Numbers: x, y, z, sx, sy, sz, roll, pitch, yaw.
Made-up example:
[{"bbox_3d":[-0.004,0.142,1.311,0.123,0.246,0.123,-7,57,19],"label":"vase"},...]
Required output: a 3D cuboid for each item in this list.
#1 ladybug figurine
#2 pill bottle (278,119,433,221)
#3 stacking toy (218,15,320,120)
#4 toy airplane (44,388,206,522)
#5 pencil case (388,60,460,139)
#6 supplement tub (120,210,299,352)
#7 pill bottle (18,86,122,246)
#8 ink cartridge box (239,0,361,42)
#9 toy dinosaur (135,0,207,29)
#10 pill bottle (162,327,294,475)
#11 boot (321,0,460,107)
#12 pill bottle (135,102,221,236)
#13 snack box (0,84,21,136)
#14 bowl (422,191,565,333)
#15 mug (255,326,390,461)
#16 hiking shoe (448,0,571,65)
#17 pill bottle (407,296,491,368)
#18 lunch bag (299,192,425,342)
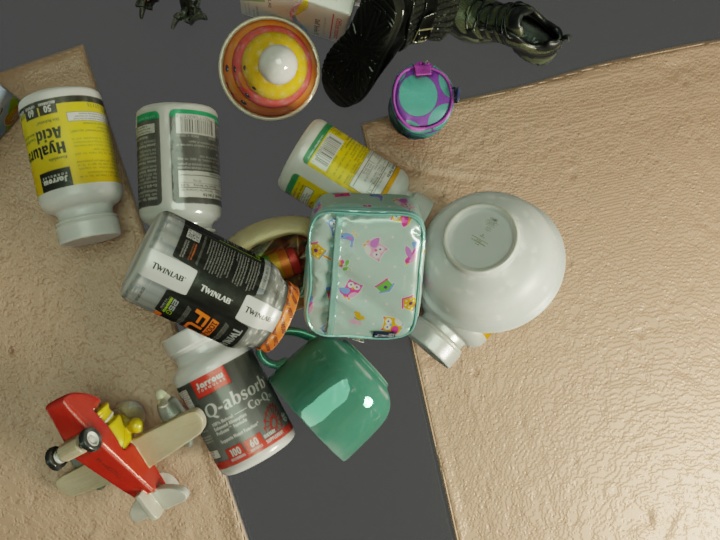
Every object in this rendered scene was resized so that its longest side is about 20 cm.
[{"bbox_3d":[-0.120,-0.008,1.081,0.199,0.072,0.136,-15,105,-8],"label":"ladybug figurine"},{"bbox_3d":[-0.004,-0.113,1.076,0.200,0.113,0.113,31,85,-3],"label":"pill bottle"},{"bbox_3d":[-0.117,-0.275,1.029,0.146,0.200,0.147,-2,100,-9],"label":"stacking toy"},{"bbox_3d":[-0.310,0.239,1.033,0.199,0.141,0.200,7,126,-7],"label":"toy airplane"},{"bbox_3d":[0.081,-0.228,1.053,0.085,0.200,0.093,11,97,-1],"label":"pencil case"},{"bbox_3d":[-0.186,0.020,0.970,0.200,0.123,0.123,27,85,-18],"label":"supplement tub"},{"bbox_3d":[-0.388,-0.138,1.050,0.111,0.111,0.201,-14,89,-6],"label":"pill bottle"},{"bbox_3d":[-0.066,-0.384,1.087,0.199,0.117,0.068,15,85,-4],"label":"ink cartridge box"},{"bbox_3d":[-0.264,-0.417,1.057,0.102,0.136,0.200,33,42,12],"label":"toy dinosaur"},{"bbox_3d":[-0.183,0.165,1.052,0.116,0.116,0.200,-28,90,-6],"label":"pill bottle"},{"bbox_3d":[0.046,-0.328,1.101,0.158,0.211,0.079,-32,80,-42],"label":"boot"},{"bbox_3d":[-0.249,-0.121,1.060,0.113,0.113,0.201,-2,87,-5],"label":"pill bottle"},{"bbox_3d":[-0.540,-0.194,0.993,0.068,0.200,0.169,39,86,-2],"label":"snack box"},{"bbox_3d":[0.162,-0.026,1.001,0.200,0.090,0.202,-6,68,15],"label":"bowl"},{"bbox_3d":[-0.041,0.152,1.040,0.114,0.152,0.185,-42,121,-8],"label":"mug"},{"bbox_3d":[0.206,-0.368,1.120,0.199,0.101,0.076,17,86,-4],"label":"hiking shoe"},{"bbox_3d":[0.157,0.036,1.091,0.113,0.113,0.200,41,85,-2],"label":"pill bottle"},{"bbox_3d":[0.000,0.000,1.010,0.160,0.077,0.201,2,117,-5],"label":"lunch bag"}]
